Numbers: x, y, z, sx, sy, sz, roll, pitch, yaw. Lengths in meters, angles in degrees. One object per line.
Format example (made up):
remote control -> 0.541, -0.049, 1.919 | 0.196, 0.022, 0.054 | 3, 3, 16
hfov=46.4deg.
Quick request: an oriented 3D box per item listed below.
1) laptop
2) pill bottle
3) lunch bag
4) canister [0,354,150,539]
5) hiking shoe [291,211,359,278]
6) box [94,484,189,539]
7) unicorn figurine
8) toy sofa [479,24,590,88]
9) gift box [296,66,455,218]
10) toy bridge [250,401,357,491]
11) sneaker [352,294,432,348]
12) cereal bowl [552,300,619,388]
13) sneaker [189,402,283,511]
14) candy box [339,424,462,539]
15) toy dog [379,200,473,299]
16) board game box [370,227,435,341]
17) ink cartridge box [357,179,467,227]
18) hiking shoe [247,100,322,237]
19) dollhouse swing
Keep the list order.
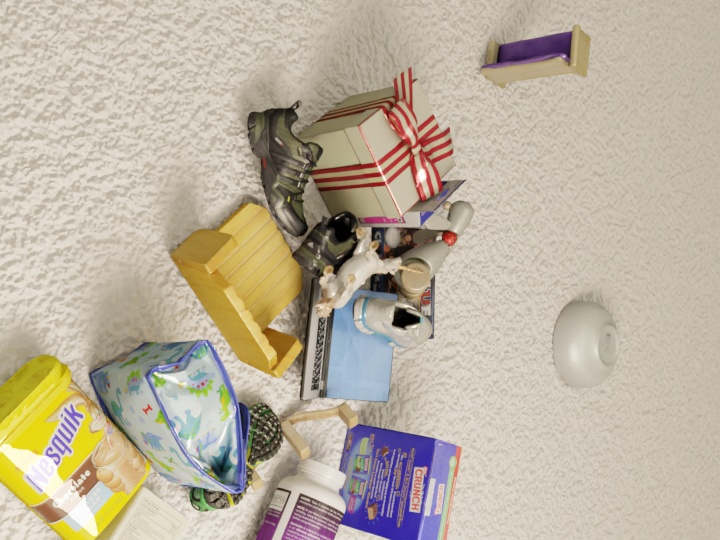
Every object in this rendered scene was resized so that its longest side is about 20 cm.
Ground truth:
laptop -> -0.014, 0.117, 1.350 | 0.200, 0.116, 0.187 | 38, 57, -79
pill bottle -> -0.093, 0.394, 1.281 | 0.112, 0.112, 0.200 | 39, 65, -36
lunch bag -> -0.237, 0.197, 1.100 | 0.127, 0.170, 0.200 | -29, 103, -39
canister -> -0.372, 0.225, 1.039 | 0.149, 0.087, 0.200 | -52, 124, -31
hiking shoe -> -0.023, -0.040, 1.329 | 0.101, 0.076, 0.200 | -56, 161, 16
box -> -0.323, 0.381, 1.087 | 0.095, 0.078, 0.200 | 50, 58, -31
unicorn figurine -> 0.000, 0.000, 1.281 | 0.200, 0.137, 0.074 | -33, 68, -15
toy sofa -> 0.335, -0.418, 1.630 | 0.098, 0.200, 0.083 | 16, 79, -47
gift box -> 0.036, -0.206, 1.355 | 0.200, 0.187, 0.185 | -49, 121, -31
toy bridge -> -0.103, 0.261, 1.300 | 0.200, 0.067, 0.027 | -29, 144, -21
sneaker -> 0.075, 0.089, 1.389 | 0.200, 0.087, 0.075 | 19, 74, -53
cereal bowl -> 0.519, 0.167, 1.880 | 0.200, 0.083, 0.200 | 0, 91, -42
sneaker -> -0.185, 0.268, 1.227 | 0.078, 0.085, 0.200 | 55, 40, -12
candy box -> 0.056, 0.347, 1.360 | 0.077, 0.200, 0.169 | 23, 75, -41
toy dog -> 0.104, -0.044, 1.437 | 0.096, 0.132, 0.200 | 34, 56, 4
board game box -> 0.077, 0.024, 1.496 | 0.135, 0.035, 0.200 | 1, 89, -43
ink cartridge box -> 0.078, -0.110, 1.385 | 0.095, 0.200, 0.037 | -44, 118, -33
hiking shoe -> -0.100, -0.151, 1.267 | 0.101, 0.076, 0.200 | -16, 105, 1
dollhouse swing -> -0.138, 0.013, 1.215 | 0.176, 0.182, 0.200 | -39, 116, -23
